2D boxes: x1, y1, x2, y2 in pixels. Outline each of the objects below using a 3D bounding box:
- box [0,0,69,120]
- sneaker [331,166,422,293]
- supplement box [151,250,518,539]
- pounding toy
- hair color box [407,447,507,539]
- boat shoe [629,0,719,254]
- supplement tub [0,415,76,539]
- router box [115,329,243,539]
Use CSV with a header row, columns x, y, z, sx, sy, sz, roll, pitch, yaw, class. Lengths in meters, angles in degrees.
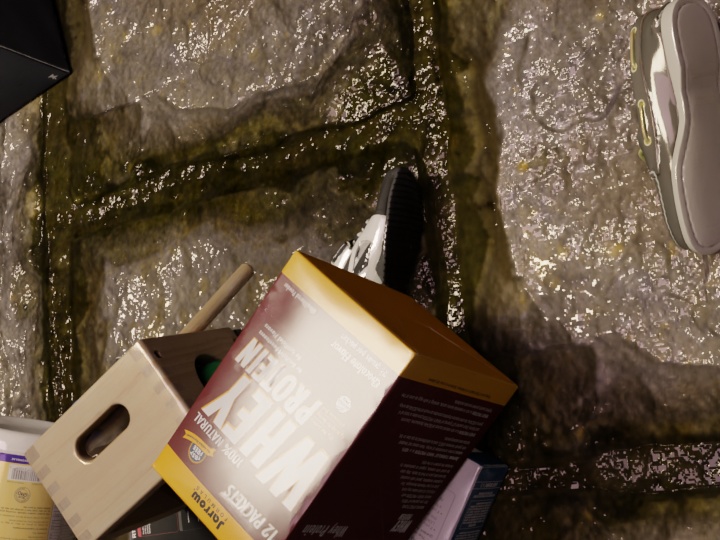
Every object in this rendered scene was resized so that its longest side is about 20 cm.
x,y,z,sx,sy,sz,roll,pitch,yaw,class
-0.471,-0.288,1.350,0.199,0.123,0.200,-27,71,26,box
0.000,0.000,1.047,0.088,0.074,0.202,11,88,30,sneaker
-0.015,0.121,0.895,0.133,0.197,0.201,39,99,30,supplement box
-0.166,0.112,1.012,0.200,0.184,0.143,-43,76,18,pounding toy
0.040,0.239,0.995,0.100,0.060,0.201,26,96,32,hair color box
0.257,-0.113,0.914,0.060,0.072,0.204,-5,90,59,boat shoe
-0.367,0.261,1.190,0.144,0.145,0.202,8,87,32,supplement tub
-0.162,0.171,1.127,0.149,0.062,0.202,-14,76,28,router box
